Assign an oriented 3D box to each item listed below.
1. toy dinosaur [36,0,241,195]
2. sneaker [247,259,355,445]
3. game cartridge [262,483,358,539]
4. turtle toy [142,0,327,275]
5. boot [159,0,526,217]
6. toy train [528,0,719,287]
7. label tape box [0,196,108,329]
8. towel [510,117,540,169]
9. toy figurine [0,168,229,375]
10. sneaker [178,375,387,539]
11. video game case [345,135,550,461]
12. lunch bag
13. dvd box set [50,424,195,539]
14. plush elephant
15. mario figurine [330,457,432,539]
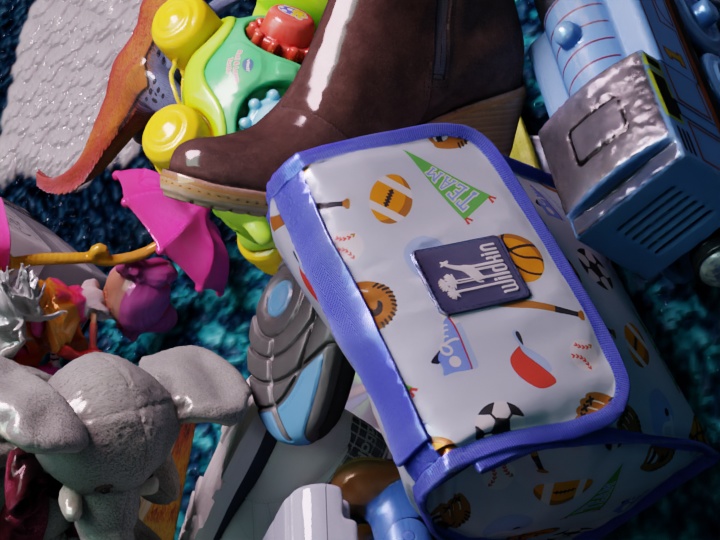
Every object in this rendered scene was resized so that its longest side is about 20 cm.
[{"bbox_3d":[-0.118,-0.136,1.258,0.198,0.183,0.105,-16,33,-10],"label":"toy dinosaur"},{"bbox_3d":[0.000,0.000,1.049,0.073,0.082,0.202,-13,57,46],"label":"sneaker"},{"bbox_3d":[-0.040,0.208,1.010,0.200,0.040,0.134,116,152,-55],"label":"game cartridge"},{"bbox_3d":[-0.045,-0.102,1.160,0.100,0.146,0.202,-13,57,23],"label":"turtle toy"},{"bbox_3d":[-0.007,-0.112,0.969,0.072,0.198,0.168,17,110,56],"label":"boot"},{"bbox_3d":[0.137,-0.083,0.989,0.086,0.114,0.201,-36,47,27],"label":"toy train"},{"bbox_3d":[-0.283,-0.032,1.348,0.066,0.199,0.143,-57,40,1],"label":"label tape box"},{"bbox_3d":[0.060,-0.041,1.089,0.086,0.018,0.201,-40,45,27],"label":"towel"},{"bbox_3d":[-0.171,0.012,1.241,0.201,0.182,0.151,96,159,-44],"label":"toy figurine"},{"bbox_3d":[-0.056,0.145,1.102,0.077,0.080,0.201,-86,19,-48],"label":"sneaker"},{"bbox_3d":[0.033,0.019,1.118,0.181,0.023,0.202,7,74,48],"label":"video game case"},{"bbox_3d":[0.054,0.032,0.919,0.124,0.199,0.171,-39,61,23],"label":"lunch bag"},{"bbox_3d":[-0.170,0.162,1.122,0.029,0.146,0.202,3,79,48],"label":"dvd box set"},{"bbox_3d":[-0.142,0.097,1.011,0.154,0.164,0.202,7,101,55],"label":"plush elephant"},{"bbox_3d":[0.015,0.186,0.975,0.106,0.123,0.201,-36,41,11],"label":"mario figurine"}]
